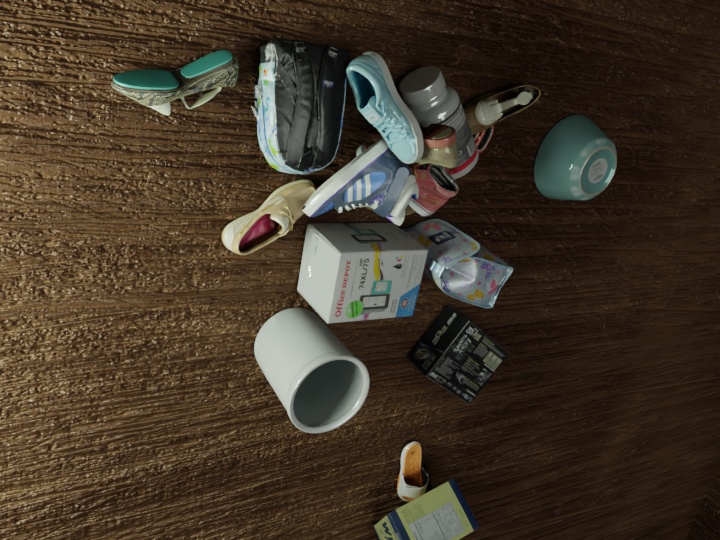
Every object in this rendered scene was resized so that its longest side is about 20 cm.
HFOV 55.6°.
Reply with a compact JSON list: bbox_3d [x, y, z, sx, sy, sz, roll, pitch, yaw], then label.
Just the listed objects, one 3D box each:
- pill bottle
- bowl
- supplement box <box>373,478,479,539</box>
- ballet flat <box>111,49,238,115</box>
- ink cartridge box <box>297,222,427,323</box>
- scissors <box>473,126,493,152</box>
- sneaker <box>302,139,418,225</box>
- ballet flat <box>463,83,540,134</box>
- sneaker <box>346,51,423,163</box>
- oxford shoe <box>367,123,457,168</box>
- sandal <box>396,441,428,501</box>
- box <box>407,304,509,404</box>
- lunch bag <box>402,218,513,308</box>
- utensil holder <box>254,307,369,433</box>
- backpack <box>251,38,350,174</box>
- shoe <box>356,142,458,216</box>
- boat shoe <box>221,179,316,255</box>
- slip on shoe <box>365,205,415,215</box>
[{"bbox_3d":[0.146,-0.279,1.295,0.110,0.111,0.201,-37,129,-9],"label":"pill bottle"},{"bbox_3d":[0.502,-0.241,1.550,0.199,0.105,0.203,-15,122,-24],"label":"bowl"},{"bbox_3d":[0.164,0.662,1.760,0.198,0.135,0.201,-20,157,-22],"label":"supplement box"},{"bbox_3d":[-0.279,-0.282,1.057,0.198,0.068,0.076,-22,141,-23],"label":"ballet flat"},{"bbox_3d":[0.000,0.000,1.333,0.198,0.146,0.149,-3,117,-31],"label":"ink cartridge box"},{"bbox_3d":[0.219,-0.224,1.435,0.073,0.014,0.202,12,107,-38],"label":"scissors"},{"bbox_3d":[0.012,-0.122,1.228,0.199,0.081,0.147,-39,104,-1],"label":"sneaker"},{"bbox_3d":[0.283,-0.330,1.375,0.198,0.072,0.069,-23,102,-19],"label":"ballet flat"},{"bbox_3d":[0.032,-0.262,1.146,0.082,0.074,0.201,-38,100,-42],"label":"sneaker"},{"bbox_3d":[0.091,-0.224,1.233,0.070,0.199,0.075,-38,129,-26],"label":"oxford shoe"},{"bbox_3d":[0.140,0.540,1.777,0.078,0.059,0.209,-19,124,-23],"label":"sandal"},{"bbox_3d":[0.236,0.203,1.635,0.199,0.086,0.164,35,94,-40],"label":"box"},{"bbox_3d":[0.192,-0.023,1.428,0.198,0.170,0.128,15,108,-36],"label":"lunch bag"},{"bbox_3d":[-0.102,0.190,1.338,0.168,0.200,0.172,-15,122,-25],"label":"utensil holder"},{"bbox_3d":[-0.101,-0.261,1.135,0.162,0.153,0.203,-8,92,-36],"label":"backpack"},{"bbox_3d":[0.092,-0.189,1.290,0.199,0.072,0.091,37,136,-20],"label":"shoe"},{"bbox_3d":[-0.153,-0.090,1.235,0.199,0.069,0.074,-37,128,-12],"label":"boat shoe"},{"bbox_3d":[0.053,-0.146,1.342,0.198,0.061,0.077,14,107,-37],"label":"slip on shoe"}]
